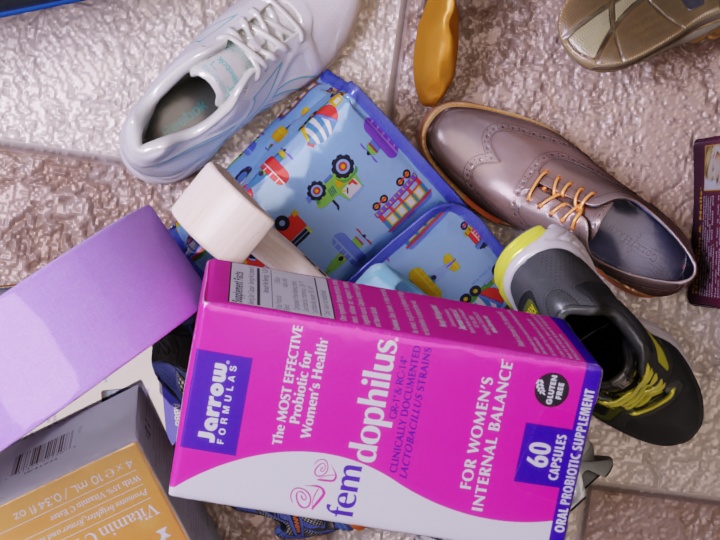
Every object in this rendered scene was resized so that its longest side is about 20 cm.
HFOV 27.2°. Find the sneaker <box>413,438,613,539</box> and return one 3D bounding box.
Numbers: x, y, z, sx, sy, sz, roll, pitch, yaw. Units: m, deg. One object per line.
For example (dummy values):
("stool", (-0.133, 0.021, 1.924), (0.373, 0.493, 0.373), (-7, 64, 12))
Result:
("sneaker", (0.060, 0.156, 0.950), (0.200, 0.074, 0.089), (-43, 95, -12))

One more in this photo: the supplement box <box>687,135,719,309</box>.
("supplement box", (0.267, -0.028, 0.892), (0.085, 0.200, 0.111), (1, 92, -5))

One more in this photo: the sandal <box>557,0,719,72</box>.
("sandal", (0.214, -0.175, 0.954), (0.199, 0.054, 0.081), (-23, 74, -10))

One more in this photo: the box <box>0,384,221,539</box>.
("box", (-0.144, 0.194, 0.899), (0.124, 0.098, 0.201), (-25, 106, 0))

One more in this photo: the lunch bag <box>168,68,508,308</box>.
("lunch bag", (0.000, 0.000, 0.941), (0.151, 0.094, 0.200), (-45, 108, 0))

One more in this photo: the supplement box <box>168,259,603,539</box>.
("supplement box", (0.009, 0.067, 0.758), (0.198, 0.103, 0.102), (9, 101, -5))

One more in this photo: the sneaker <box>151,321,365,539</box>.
("sneaker", (-0.065, 0.109, 0.904), (0.078, 0.076, 0.200), (-28, 126, 18))

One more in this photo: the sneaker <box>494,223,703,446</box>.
("sneaker", (0.152, 0.060, 0.916), (0.074, 0.085, 0.200), (-39, 123, 14))

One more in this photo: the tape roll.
("tape roll", (-0.181, 0.046, 0.823), (0.200, 0.200, 0.066), (-35, 93, -2))

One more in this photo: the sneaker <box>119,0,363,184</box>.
("sneaker", (-0.069, -0.129, 0.925), (0.070, 0.080, 0.200), (45, 87, -3))

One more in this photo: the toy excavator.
("toy excavator", (-0.005, 0.030, 0.860), (0.200, 0.194, 0.100), (41, 95, 17))

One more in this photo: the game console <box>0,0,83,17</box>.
("game console", (-0.239, -0.229, 0.894), (0.198, 0.171, 0.119), (-13, 119, -3))

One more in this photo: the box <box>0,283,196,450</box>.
("box", (-0.201, 0.067, 0.942), (0.198, 0.041, 0.120), (-5, 92, -7))

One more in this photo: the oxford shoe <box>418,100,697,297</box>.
("oxford shoe", (0.129, -0.049, 0.944), (0.199, 0.073, 0.072), (28, 90, -4))

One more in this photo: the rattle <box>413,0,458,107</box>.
("rattle", (0.125, -0.201, 0.944), (0.199, 0.130, 0.144), (-23, 105, -29))
